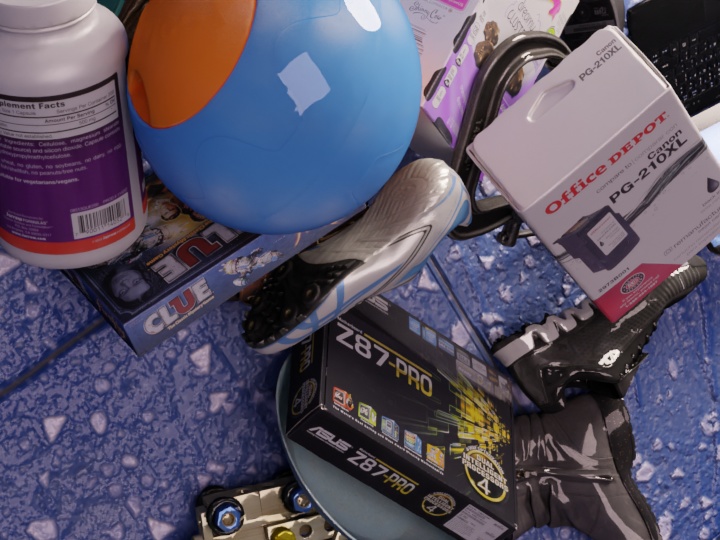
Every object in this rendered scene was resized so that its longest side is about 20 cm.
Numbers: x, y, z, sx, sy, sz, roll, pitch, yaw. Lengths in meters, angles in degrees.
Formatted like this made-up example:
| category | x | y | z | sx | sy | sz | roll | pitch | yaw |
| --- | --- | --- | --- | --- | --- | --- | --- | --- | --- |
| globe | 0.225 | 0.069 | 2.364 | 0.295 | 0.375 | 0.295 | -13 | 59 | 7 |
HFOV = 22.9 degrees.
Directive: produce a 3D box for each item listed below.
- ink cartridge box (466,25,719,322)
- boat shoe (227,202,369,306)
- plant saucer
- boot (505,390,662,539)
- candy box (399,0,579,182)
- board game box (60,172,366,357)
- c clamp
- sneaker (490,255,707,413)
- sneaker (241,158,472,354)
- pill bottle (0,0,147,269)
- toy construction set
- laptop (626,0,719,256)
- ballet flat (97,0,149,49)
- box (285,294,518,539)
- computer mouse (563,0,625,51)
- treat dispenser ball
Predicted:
| category | x | y | z | sx | sy | sz | roll | pitch | yaw |
| --- | --- | --- | --- | --- | --- | --- | --- | --- | --- |
| ink cartridge box | 0.192 | -0.070 | 1.358 | 0.145 | 0.085 | 0.200 | -40 | 142 | 6 |
| boat shoe | -0.077 | -0.010 | 1.348 | 0.199 | 0.070 | 0.071 | -33 | 103 | -16 |
| plant saucer | 0.004 | 0.146 | 1.371 | 0.200 | 0.202 | 0.039 | 33 | 126 | -23 |
| boot | 0.174 | 0.205 | 1.488 | 0.130 | 0.070 | 0.202 | -17 | 92 | -17 |
| candy box | 0.090 | -0.192 | 1.347 | 0.201 | 0.071 | 0.168 | -61 | 156 | -5 |
| board game box | -0.114 | -0.034 | 1.295 | 0.199 | 0.135 | 0.035 | -34 | 132 | -16 |
| c clamp | 0.124 | -0.100 | 1.384 | 0.170 | 0.027 | 0.202 | -20 | 133 | -40 |
| sneaker | 0.210 | 0.057 | 1.467 | 0.199 | 0.066 | 0.091 | -26 | 81 | -14 |
| sneaker | 0.000 | 0.000 | 1.310 | 0.199 | 0.072 | 0.073 | -38 | 129 | 2 |
| pill bottle | -0.210 | -0.109 | 1.224 | 0.111 | 0.113 | 0.202 | -17 | 127 | -20 |
| toy construction set | -0.065 | 0.228 | 1.377 | 0.199 | 0.092 | 0.133 | -14 | 102 | -32 |
| laptop | 0.327 | -0.148 | 1.478 | 0.176 | 0.103 | 0.201 | -26 | 129 | -18 |
| ballet flat | -0.150 | -0.216 | 1.303 | 0.072 | 0.068 | 0.202 | 23 | 87 | -43 |
| box | 0.034 | 0.106 | 1.367 | 0.199 | 0.162 | 0.049 | 34 | 123 | -23 |
| computer mouse | 0.202 | -0.158 | 1.459 | 0.034 | 0.058 | 0.202 | -25 | 110 | -46 |
| treat dispenser ball | -0.057 | -0.126 | 1.191 | 0.199 | 0.201 | 0.203 | -3 | 97 | -22 |
